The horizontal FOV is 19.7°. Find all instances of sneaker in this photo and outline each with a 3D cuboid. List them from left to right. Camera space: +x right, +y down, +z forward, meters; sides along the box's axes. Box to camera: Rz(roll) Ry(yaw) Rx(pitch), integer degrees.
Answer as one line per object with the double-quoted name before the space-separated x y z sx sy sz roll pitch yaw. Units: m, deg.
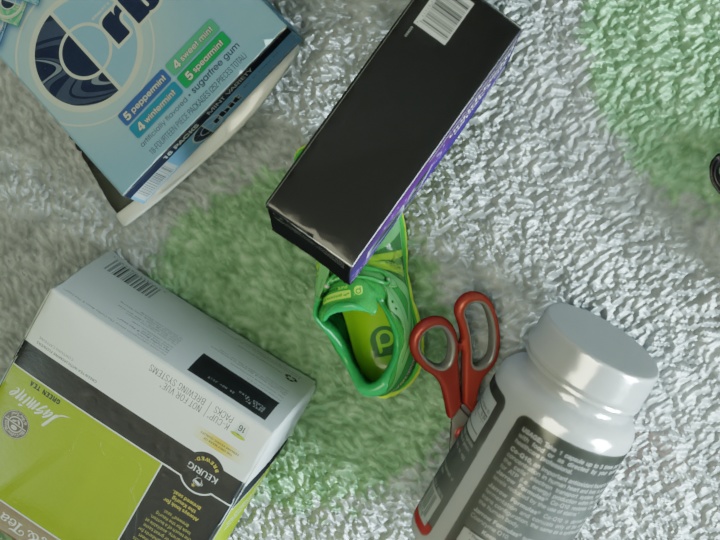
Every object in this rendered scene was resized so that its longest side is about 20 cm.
"sneaker" -0.140 -0.128 1.546 0.200 0.071 0.099 -39 97 23
"sneaker" 0.000 0.000 1.538 0.074 0.084 0.201 -15 99 17

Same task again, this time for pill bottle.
"pill bottle" 0.130 0.133 1.525 0.114 0.114 0.201 31 109 4

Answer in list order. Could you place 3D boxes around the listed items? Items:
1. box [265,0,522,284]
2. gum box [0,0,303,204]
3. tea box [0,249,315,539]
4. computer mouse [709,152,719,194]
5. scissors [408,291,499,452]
"box" 0.022 -0.096 1.445 0.079 0.141 0.200 36 86 0
"gum box" -0.169 -0.179 1.509 0.170 0.045 0.200 -45 74 7
"tea box" -0.174 0.129 1.587 0.199 0.134 0.197 33 108 4
"computer mouse" 0.342 -0.046 1.462 0.199 0.034 0.059 14 88 12
"scissors" 0.082 0.110 1.578 0.073 0.014 0.201 -21 118 -19
